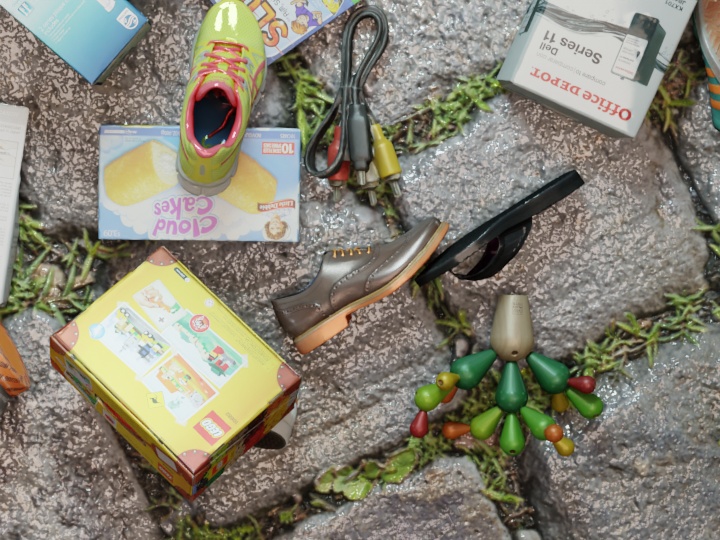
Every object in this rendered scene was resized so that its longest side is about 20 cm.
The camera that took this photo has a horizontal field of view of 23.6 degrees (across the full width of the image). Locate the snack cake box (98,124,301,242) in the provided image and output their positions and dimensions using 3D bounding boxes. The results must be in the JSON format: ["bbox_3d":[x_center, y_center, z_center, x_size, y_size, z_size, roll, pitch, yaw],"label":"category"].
[{"bbox_3d":[-0.161,-0.087,1.723,0.200,0.067,0.115,0,95,-6],"label":"snack cake box"}]

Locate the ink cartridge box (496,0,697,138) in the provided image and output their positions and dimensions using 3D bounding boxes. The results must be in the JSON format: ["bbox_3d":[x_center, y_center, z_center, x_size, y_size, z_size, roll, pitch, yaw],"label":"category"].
[{"bbox_3d":[0.245,-0.249,1.735,0.147,0.083,0.200,23,95,-7],"label":"ink cartridge box"}]

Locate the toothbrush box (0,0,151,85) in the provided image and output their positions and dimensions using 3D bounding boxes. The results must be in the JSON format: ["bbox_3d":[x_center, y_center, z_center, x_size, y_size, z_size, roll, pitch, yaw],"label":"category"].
[{"bbox_3d":[-0.302,-0.272,1.650,0.200,0.146,0.085,42,91,-9],"label":"toothbrush box"}]

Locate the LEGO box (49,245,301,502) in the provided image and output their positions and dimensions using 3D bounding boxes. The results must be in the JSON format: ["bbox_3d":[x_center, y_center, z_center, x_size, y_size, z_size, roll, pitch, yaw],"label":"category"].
[{"bbox_3d":[-0.180,0.099,1.679,0.200,0.077,0.149,43,65,13],"label":"LEGO box"}]

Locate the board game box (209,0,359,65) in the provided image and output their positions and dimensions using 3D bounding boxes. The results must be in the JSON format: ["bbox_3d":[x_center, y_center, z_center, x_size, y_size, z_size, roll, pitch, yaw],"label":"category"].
[{"bbox_3d":[-0.104,-0.318,1.719,0.135,0.034,0.200,-36,98,-1],"label":"board game box"}]

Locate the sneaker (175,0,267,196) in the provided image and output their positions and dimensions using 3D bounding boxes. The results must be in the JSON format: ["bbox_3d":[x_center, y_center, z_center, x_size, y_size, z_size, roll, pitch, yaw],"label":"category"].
[{"bbox_3d":[-0.131,-0.176,1.652,0.078,0.090,0.200,7,72,-3],"label":"sneaker"}]

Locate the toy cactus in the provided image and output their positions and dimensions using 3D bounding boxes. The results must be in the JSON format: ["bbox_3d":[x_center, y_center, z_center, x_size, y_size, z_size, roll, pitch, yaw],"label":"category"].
[{"bbox_3d":[0.152,0.107,1.770,0.200,0.102,0.165,1,86,3],"label":"toy cactus"}]

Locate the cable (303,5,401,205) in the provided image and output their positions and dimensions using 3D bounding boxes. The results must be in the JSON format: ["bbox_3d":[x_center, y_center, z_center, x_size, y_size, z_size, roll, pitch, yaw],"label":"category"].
[{"bbox_3d":[-0.009,-0.166,1.754,0.097,0.050,0.200,-3,84,12],"label":"cable"}]

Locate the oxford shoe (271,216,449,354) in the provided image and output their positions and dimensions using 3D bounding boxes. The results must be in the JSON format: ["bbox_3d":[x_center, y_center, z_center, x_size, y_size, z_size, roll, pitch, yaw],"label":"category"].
[{"bbox_3d":[0.000,0.000,1.748,0.200,0.071,0.073,-37,93,0],"label":"oxford shoe"}]

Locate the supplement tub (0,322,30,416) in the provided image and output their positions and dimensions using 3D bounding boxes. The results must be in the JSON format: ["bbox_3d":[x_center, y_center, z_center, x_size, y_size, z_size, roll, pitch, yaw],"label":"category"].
[{"bbox_3d":[-0.435,0.122,1.693,0.200,0.123,0.123,-30,98,-1],"label":"supplement tub"}]

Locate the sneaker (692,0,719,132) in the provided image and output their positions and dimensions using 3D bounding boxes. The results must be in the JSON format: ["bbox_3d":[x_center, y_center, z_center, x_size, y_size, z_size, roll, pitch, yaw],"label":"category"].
[{"bbox_3d":[0.381,-0.189,1.765,0.071,0.080,0.200,-14,76,-19],"label":"sneaker"}]

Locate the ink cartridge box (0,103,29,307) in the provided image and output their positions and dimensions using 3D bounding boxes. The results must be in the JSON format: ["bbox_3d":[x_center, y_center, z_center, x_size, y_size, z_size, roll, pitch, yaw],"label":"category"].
[{"bbox_3d":[-0.420,-0.073,1.716,0.162,0.057,0.200,9,87,-6],"label":"ink cartridge box"}]

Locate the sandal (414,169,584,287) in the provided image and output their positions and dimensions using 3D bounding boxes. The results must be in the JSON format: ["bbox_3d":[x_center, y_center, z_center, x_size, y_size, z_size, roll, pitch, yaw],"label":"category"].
[{"bbox_3d":[0.148,-0.032,1.754,0.200,0.075,0.048,-33,94,-2],"label":"sandal"}]

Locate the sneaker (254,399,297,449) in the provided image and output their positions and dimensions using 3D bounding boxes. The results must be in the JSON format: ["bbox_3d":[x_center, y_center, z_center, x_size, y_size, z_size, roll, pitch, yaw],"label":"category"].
[{"bbox_3d":[-0.160,0.119,1.758,0.200,0.073,0.085,16,59,1],"label":"sneaker"}]

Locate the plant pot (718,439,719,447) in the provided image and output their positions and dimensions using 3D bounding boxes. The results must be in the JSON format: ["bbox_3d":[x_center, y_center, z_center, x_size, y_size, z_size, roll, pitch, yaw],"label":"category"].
[{"bbox_3d":[0.498,0.186,1.758,0.199,0.181,0.200,43,91,-9],"label":"plant pot"}]
